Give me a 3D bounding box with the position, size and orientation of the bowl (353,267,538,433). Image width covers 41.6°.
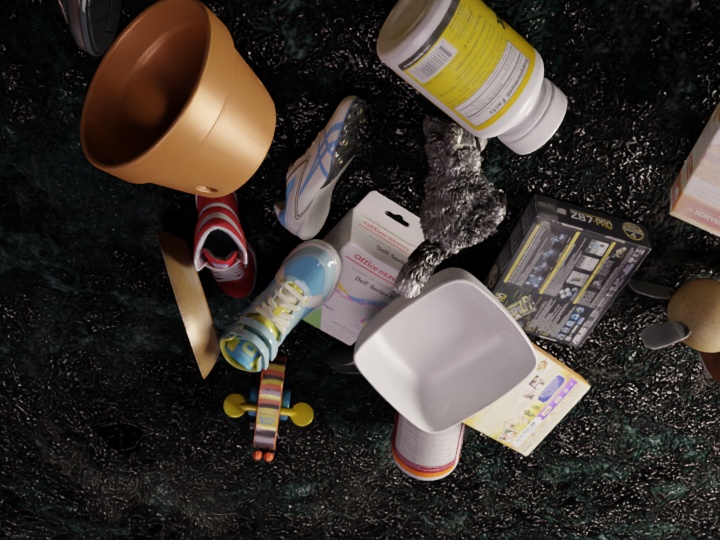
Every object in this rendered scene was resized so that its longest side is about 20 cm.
[{"bbox_3d":[0.108,0.094,1.232,0.199,0.075,0.200,-35,119,18],"label":"bowl"}]

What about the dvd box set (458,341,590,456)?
[{"bbox_3d":[0.227,0.179,1.353,0.199,0.029,0.147,31,104,-41],"label":"dvd box set"}]

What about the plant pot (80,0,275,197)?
[{"bbox_3d":[-0.185,-0.171,1.023,0.198,0.203,0.139,-27,145,28],"label":"plant pot"}]

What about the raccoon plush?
[{"bbox_3d":[0.088,-0.080,1.090,0.096,0.201,0.134,8,146,47],"label":"raccoon plush"}]

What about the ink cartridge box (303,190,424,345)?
[{"bbox_3d":[0.000,0.000,1.242,0.116,0.068,0.200,29,130,-20],"label":"ink cartridge box"}]

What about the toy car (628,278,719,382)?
[{"bbox_3d":[0.433,0.071,1.193,0.196,0.166,0.159,9,135,-11],"label":"toy car"}]

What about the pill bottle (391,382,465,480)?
[{"bbox_3d":[0.106,0.209,1.404,0.107,0.111,0.202,5,131,0],"label":"pill bottle"}]

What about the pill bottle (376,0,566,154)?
[{"bbox_3d":[0.122,-0.211,0.996,0.199,0.112,0.111,34,128,-26],"label":"pill bottle"}]

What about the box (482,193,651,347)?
[{"bbox_3d":[0.259,0.006,1.239,0.158,0.050,0.202,13,134,-10],"label":"box"}]

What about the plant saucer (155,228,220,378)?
[{"bbox_3d":[-0.217,0.038,1.226,0.035,0.201,0.202,-18,135,-10],"label":"plant saucer"}]

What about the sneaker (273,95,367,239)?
[{"bbox_3d":[-0.051,-0.126,1.130,0.072,0.072,0.202,36,125,11],"label":"sneaker"}]

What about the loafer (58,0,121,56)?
[{"bbox_3d":[-0.286,-0.322,0.968,0.062,0.072,0.203,20,129,13],"label":"loafer"}]

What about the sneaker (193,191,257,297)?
[{"bbox_3d":[-0.172,-0.012,1.211,0.070,0.114,0.202,-10,134,-1],"label":"sneaker"}]

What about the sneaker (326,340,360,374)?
[{"bbox_3d":[0.040,0.081,1.319,0.196,0.075,0.089,-16,132,6],"label":"sneaker"}]

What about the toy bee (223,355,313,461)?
[{"bbox_3d":[-0.135,0.230,1.451,0.128,0.110,0.202,-8,133,10],"label":"toy bee"}]

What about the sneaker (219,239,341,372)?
[{"bbox_3d":[-0.103,0.056,1.181,0.079,0.131,0.200,38,127,-3],"label":"sneaker"}]

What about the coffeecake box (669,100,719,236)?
[{"bbox_3d":[0.451,-0.126,1.029,0.151,0.073,0.202,24,124,5],"label":"coffeecake box"}]
